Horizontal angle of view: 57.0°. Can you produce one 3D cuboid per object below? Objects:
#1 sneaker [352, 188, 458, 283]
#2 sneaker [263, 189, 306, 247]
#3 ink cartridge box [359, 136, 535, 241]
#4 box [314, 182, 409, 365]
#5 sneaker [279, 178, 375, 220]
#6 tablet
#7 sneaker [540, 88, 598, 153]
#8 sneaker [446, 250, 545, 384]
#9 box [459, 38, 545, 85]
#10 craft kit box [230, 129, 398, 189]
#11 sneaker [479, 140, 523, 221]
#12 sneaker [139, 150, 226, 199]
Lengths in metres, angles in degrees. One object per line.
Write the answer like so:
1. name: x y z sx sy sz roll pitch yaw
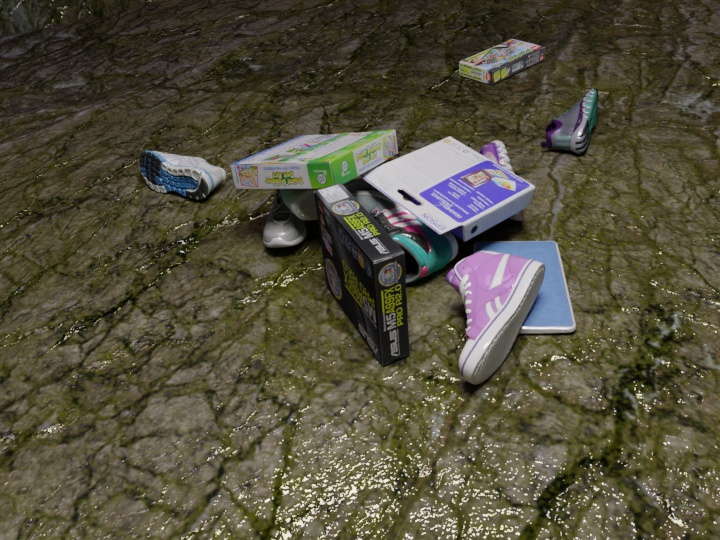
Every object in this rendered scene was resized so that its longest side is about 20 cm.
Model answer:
1. sneaker: 0.035 -0.045 0.993 0.198 0.085 0.120 28 41 23
2. sneaker: -0.127 -0.110 1.116 0.073 0.083 0.202 -4 35 6
3. ink cartridge box: 0.128 -0.123 1.013 0.197 0.044 0.198 -25 46 -27
4. box: 0.000 0.000 0.879 0.043 0.163 0.201 -17 37 -17
5. sneaker: -0.044 -0.130 1.092 0.197 0.075 0.082 -1 33 -41
6. tablet: 0.227 0.019 0.940 0.127 0.014 0.202 -1 37 8
7. sneaker: 0.410 -0.298 1.291 0.086 0.076 0.201 6 39 26
8. sneaker: 0.147 0.052 0.847 0.112 0.074 0.201 19 49 26
9. box: 0.347 -0.512 1.621 0.198 0.035 0.109 -31 42 -29
10. craft kit box: -0.069 -0.177 1.052 0.194 0.050 0.199 1 24 34
11. sneaker: 0.215 -0.151 1.124 0.086 0.082 0.202 -11 36 7
12. sneaker: -0.343 -0.190 1.286 0.197 0.076 0.086 21 33 25
